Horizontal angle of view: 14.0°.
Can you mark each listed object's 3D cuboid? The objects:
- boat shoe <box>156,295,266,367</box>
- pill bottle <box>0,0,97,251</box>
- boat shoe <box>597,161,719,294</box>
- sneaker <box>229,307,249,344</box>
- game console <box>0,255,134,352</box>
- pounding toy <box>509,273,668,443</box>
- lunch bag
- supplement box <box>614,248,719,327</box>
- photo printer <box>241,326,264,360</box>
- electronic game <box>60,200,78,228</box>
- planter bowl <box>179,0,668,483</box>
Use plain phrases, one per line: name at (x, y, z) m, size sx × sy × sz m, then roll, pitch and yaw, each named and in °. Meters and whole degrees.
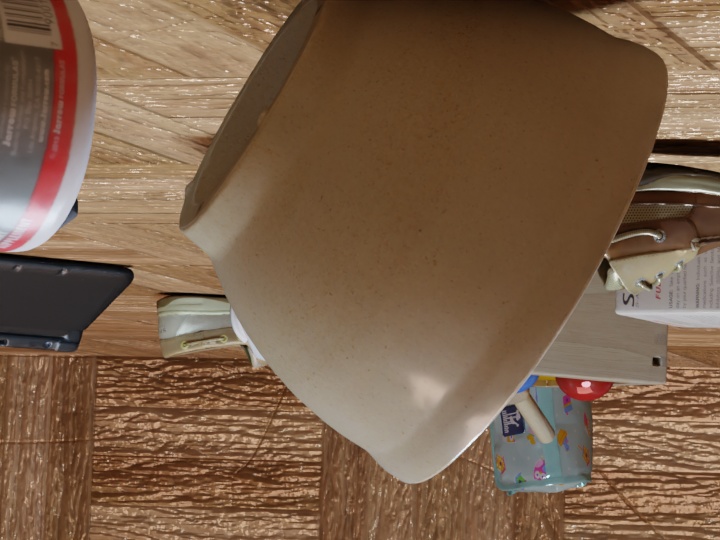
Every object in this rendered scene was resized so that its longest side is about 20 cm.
boat shoe at (-0.101, 0.062, 2.868) m, size 0.199 × 0.067 × 0.074 m, roll 3°, pitch 175°, yaw -3°
pill bottle at (-0.214, -0.071, 1.140) m, size 0.199 × 0.114 × 0.114 m, roll 5°, pitch 174°, yaw -31°
boat shoe at (0.150, -0.025, 1.645) m, size 0.199 × 0.074 × 0.076 m, roll 7°, pitch -177°, yaw -5°
sneaker at (-0.012, 0.045, 2.624) m, size 0.199 × 0.078 × 0.091 m, roll 3°, pitch 171°, yaw -23°
game console at (-0.331, 0.003, 2.587) m, size 0.199 × 0.117 × 0.176 m, roll 6°, pitch -156°, yaw -35°
pounding toy at (0.130, 0.058, 2.286) m, size 0.183 × 0.143 × 0.200 m, roll 6°, pitch 174°, yaw -31°
lunch bag at (0.209, 0.173, 3.401) m, size 0.121 × 0.171 × 0.200 m, roll -6°, pitch 174°, yaw 4°
supplement box at (0.282, -0.002, 1.933) m, size 0.199 × 0.074 × 0.126 m, roll 0°, pitch 175°, yaw 25°
photo printer at (0.000, 0.000, 1.757) m, size 0.166 × 0.070 × 0.200 m, roll -2°, pitch 155°, yaw 7°
electronic game at (-0.280, -0.045, 1.876) m, size 0.199 × 0.042 × 0.200 m, roll 2°, pitch 174°, yaw 0°
planter bowl at (0.012, -0.035, 1.171) m, size 0.134 × 0.201 × 0.200 m, roll 31°, pitch 168°, yaw -11°
